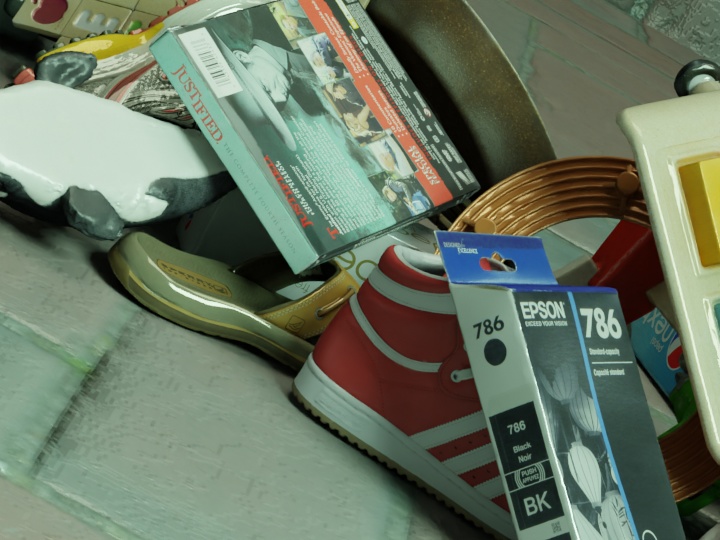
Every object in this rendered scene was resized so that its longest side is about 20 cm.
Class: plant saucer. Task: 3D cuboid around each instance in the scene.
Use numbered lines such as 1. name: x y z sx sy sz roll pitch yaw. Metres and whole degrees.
1. plant saucer: 0.052 -0.104 1.773 0.201 0.037 0.201 52 -14 18

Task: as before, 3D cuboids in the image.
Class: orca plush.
1. orca plush: -0.139 -0.057 1.519 0.200 0.071 0.106 -16 76 -45

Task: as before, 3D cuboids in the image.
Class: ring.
1. ring: 0.128 0.031 1.544 0.200 0.201 0.019 32 -15 8

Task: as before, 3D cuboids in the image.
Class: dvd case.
1. dvd case: -0.021 -0.082 1.584 0.146 0.022 0.200 57 29 5

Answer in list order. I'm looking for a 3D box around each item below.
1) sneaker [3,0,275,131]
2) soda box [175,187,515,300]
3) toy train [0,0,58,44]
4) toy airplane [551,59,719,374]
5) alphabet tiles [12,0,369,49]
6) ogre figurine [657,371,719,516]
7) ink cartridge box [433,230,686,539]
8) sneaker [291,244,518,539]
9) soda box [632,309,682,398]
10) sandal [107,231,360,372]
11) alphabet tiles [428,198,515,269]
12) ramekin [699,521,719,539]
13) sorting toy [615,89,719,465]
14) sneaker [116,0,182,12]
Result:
1. sneaker: -0.102 -0.097 1.640 0.199 0.078 0.082 -24 71 -26
2. soda box: 0.000 0.000 1.630 0.199 0.068 0.064 26 14 -17
3. toy train: -0.252 -0.203 1.823 0.200 0.085 0.114 24 27 -30
4. toy airplane: 0.194 -0.005 1.672 0.141 0.201 0.199 32 -29 -22
5. alphabet tiles: -0.100 -0.159 1.741 0.199 0.167 0.006 16 -35 18
6. ogre figurine: 0.230 0.118 1.651 0.120 0.098 0.200 45 26 -13
7. ink cartridge box: 0.100 0.070 1.402 0.099 0.039 0.201 0 70 -53
8. sneaker: 0.075 0.065 1.458 0.200 0.113 0.071 31 14 4
9. soda box: 0.230 0.050 1.939 0.068 0.064 0.200 25 15 -21
10. sandal: -0.038 0.014 1.530 0.199 0.054 0.080 22 15 -28
11. alphabet tiles: 0.026 -0.066 1.851 0.200 0.008 0.167 43 -5 7
12. ramekin: 0.270 0.166 1.449 0.200 0.098 0.201 24 28 -14
13. sorting toy: 0.231 -0.005 1.540 0.185 0.036 0.201 -13 83 -41
14. sneaker: -0.082 -0.137 1.771 0.106 0.075 0.200 -17 29 -41
